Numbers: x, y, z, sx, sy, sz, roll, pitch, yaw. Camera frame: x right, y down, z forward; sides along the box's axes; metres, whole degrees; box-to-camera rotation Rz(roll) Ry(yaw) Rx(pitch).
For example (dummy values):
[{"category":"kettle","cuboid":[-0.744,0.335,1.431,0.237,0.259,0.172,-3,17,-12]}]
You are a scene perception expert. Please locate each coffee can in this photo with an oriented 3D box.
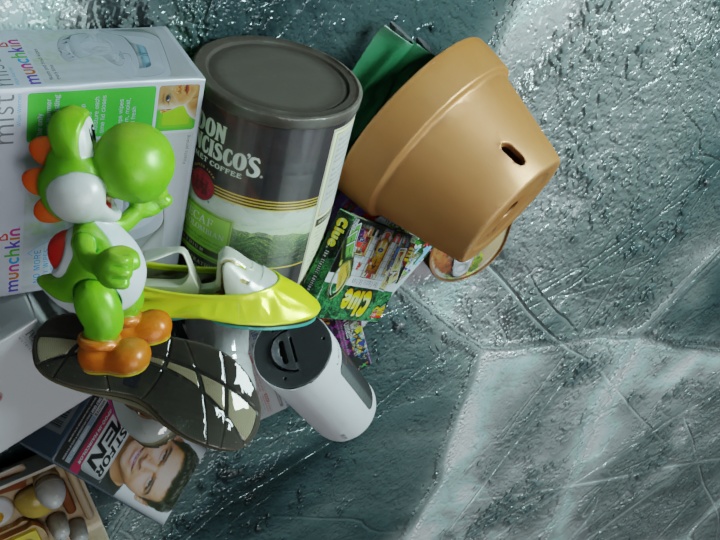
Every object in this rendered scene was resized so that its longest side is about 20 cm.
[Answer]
[{"category":"coffee can","cuboid":[-0.090,-0.088,0.913,0.146,0.146,0.200,-9,132,-30]}]

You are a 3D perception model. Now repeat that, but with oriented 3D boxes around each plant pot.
[{"category":"plant pot","cuboid":[0.097,-0.104,0.978,0.200,0.140,0.200,-44,170,-10]}]

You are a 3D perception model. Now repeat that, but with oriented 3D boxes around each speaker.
[{"category":"speaker","cuboid":[-0.043,0.113,1.038,0.081,0.081,0.200,-35,153,-3]}]

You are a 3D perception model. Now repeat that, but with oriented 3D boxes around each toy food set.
[{"category":"toy food set","cuboid":[-0.368,0.286,1.129,0.143,0.060,0.200,-22,137,-18]}]

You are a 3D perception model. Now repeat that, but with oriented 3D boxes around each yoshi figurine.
[{"category":"yoshi figurine","cuboid":[-0.178,-0.028,0.766,0.112,0.112,0.200,-23,115,-37]}]

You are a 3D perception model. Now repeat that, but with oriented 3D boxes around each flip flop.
[{"category":"flip flop","cuboid":[-0.179,0.094,0.858,0.200,0.081,0.058,19,159,-6]}]

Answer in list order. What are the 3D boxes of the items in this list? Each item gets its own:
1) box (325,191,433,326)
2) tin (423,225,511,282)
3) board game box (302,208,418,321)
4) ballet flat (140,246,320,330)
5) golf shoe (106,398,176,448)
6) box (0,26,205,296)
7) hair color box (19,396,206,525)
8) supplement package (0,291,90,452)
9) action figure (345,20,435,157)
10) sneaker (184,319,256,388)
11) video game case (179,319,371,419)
[{"category":"box","cuboid":[-0.028,0.013,1.135,0.200,0.039,0.137,-49,138,14]},{"category":"tin","cuboid":[0.130,-0.074,1.170,0.112,0.042,0.200,-7,131,-26]},{"category":"board game box","cuboid":[0.000,0.000,1.014,0.105,0.023,0.200,-62,161,7]},{"category":"ballet flat","cuboid":[-0.133,0.012,0.858,0.200,0.067,0.067,2,116,-2]},{"category":"golf shoe","cuboid":[-0.219,0.075,0.933,0.073,0.200,0.092,-32,142,2]},{"category":"box","cuboid":[-0.239,-0.093,0.842,0.176,0.097,0.200,-10,133,-32]},{"category":"hair color box","cuboid":[-0.259,0.188,1.087,0.099,0.061,0.200,-61,144,-18]},{"category":"supplement package","cuboid":[-0.361,0.092,0.907,0.200,0.120,0.121,-33,139,-6]},{"category":"action figure","cuboid":[-0.007,-0.147,0.990,0.118,0.055,0.200,19,119,-46]},{"category":"sneaker","cuboid":[-0.137,0.084,0.983,0.074,0.116,0.200,-3,171,-17]},{"category":"video game case","cuboid":[-0.087,0.073,1.091,0.181,0.036,0.200,-25,139,-10]}]
